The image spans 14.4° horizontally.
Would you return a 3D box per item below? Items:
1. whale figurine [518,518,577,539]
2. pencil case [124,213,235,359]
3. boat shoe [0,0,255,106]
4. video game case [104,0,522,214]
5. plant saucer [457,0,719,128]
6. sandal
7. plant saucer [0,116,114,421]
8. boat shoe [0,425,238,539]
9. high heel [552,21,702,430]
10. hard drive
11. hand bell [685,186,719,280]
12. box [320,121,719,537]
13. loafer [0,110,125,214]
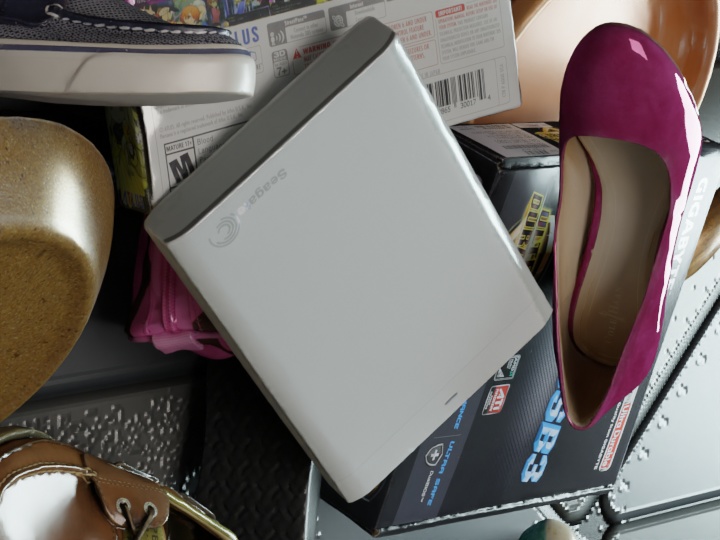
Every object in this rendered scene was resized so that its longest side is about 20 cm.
[{"bbox_3d":[0.083,0.202,1.443,0.200,0.103,0.160,-76,162,-73],"label":"whale figurine"},{"bbox_3d":[-0.064,-0.059,1.273,0.094,0.090,0.202,-27,120,-77],"label":"pencil case"},{"bbox_3d":[-0.137,-0.115,1.130,0.075,0.198,0.094,6,88,-82],"label":"boat shoe"},{"bbox_3d":[-0.026,-0.136,1.217,0.199,0.036,0.183,-18,109,-31],"label":"video game case"},{"bbox_3d":[0.101,-0.085,1.420,0.200,0.037,0.201,-32,141,-31],"label":"plant saucer"},{"bbox_3d":[-0.039,0.068,1.343,0.048,0.075,0.202,23,82,-78],"label":"sandal"},{"bbox_3d":[-0.176,0.024,1.138,0.199,0.036,0.201,-29,152,-17],"label":"plant saucer"},{"bbox_3d":[-0.111,0.110,1.224,0.200,0.068,0.073,16,85,-67],"label":"boat shoe"},{"bbox_3d":[0.111,-0.018,1.299,0.201,0.067,0.096,90,19,-52],"label":"high heel"},{"bbox_3d":[0.000,0.000,1.246,0.132,0.026,0.200,-43,137,-10],"label":"hard drive"},{"bbox_3d":[0.218,-0.050,1.560,0.200,0.104,0.104,-42,125,-16],"label":"hand bell"},{"bbox_3d":[0.083,0.024,1.408,0.198,0.050,0.201,-3,118,-49],"label":"box"},{"bbox_3d":[-0.174,-0.015,1.196,0.199,0.073,0.073,-17,124,-34],"label":"loafer"}]
